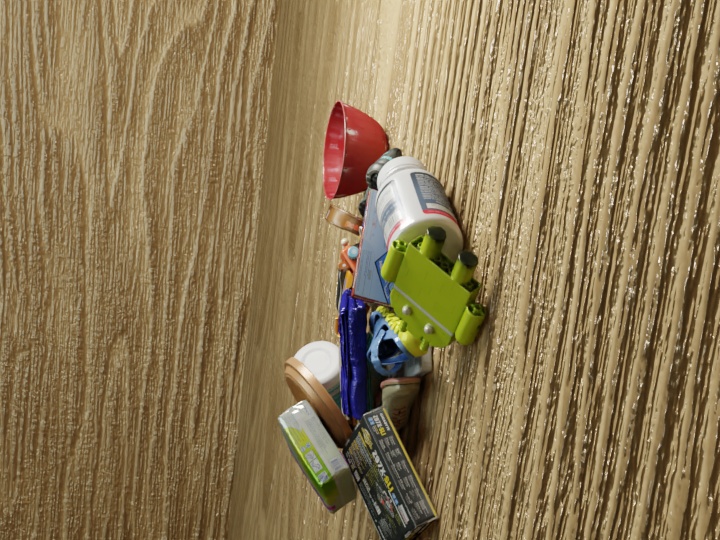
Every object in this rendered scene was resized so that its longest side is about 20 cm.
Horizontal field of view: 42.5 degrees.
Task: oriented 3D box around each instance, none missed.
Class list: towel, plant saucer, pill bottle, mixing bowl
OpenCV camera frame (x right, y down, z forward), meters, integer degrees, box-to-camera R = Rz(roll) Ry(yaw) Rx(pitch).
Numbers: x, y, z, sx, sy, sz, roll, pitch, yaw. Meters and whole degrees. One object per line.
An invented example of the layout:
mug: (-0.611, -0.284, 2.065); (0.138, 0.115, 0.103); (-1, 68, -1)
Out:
towel: (-0.018, 0.145, 1.630); (0.148, 0.049, 0.204); (-118, 27, -78)
plant saucer: (-0.079, 0.249, 1.690); (0.201, 0.032, 0.201); (49, 164, 19)
towel: (0.027, 0.226, 1.728); (0.147, 0.021, 0.204); (57, -152, -69)
pill bottle: (0.087, -0.091, 1.484); (0.202, 0.117, 0.121); (-103, 23, -50)
mixing bowl: (-0.006, -0.241, 1.908); (0.200, 0.106, 0.204); (-175, 90, -75)
pill bottle: (-0.066, 0.245, 1.874); (0.112, 0.109, 0.202); (-101, -4, -45)

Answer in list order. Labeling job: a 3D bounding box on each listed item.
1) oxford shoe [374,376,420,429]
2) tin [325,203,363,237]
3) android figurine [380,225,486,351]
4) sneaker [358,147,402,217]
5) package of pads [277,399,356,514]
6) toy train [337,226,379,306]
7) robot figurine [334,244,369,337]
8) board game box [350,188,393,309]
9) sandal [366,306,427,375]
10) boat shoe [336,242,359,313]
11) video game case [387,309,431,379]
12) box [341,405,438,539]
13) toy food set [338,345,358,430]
oxford shoe: (0.068, 0.231, 1.585); (0.201, 0.069, 0.075); (102, 164, -68)
tin: (-0.015, -0.093, 1.860); (0.200, 0.110, 0.043); (-126, 58, -83)
android figurine: (0.106, 0.035, 1.368); (0.182, 0.041, 0.202); (41, 136, 20)
sneaker: (0.048, -0.157, 1.790); (0.080, 0.074, 0.201); (-59, -7, -28)
package of pads: (-0.075, 0.329, 1.637); (0.155, 0.068, 0.201); (54, 166, 24)
toy train: (0.000, 0.000, 1.684); (0.152, 0.055, 0.200); (57, 167, 6)
robot figurine: (-0.008, 0.056, 1.857); (0.145, 0.057, 0.204); (37, -117, -77)
board game box: (0.047, -0.036, 1.585); (0.019, 0.101, 0.203); (127, 155, -63)
sandal: (0.041, 0.119, 1.544); (0.087, 0.080, 0.200); (-42, 12, -4)
boat shoe: (-0.023, 0.012, 1.987); (0.057, 0.066, 0.202); (-109, 24, -47)
video game case: (0.084, 0.106, 1.636); (0.200, 0.022, 0.186); (130, 142, -68)
box: (0.044, 0.353, 1.543); (0.202, 0.049, 0.160); (63, 151, 24)
toy food set: (0.004, 0.238, 1.790); (0.144, 0.059, 0.204); (57, -153, -70)
